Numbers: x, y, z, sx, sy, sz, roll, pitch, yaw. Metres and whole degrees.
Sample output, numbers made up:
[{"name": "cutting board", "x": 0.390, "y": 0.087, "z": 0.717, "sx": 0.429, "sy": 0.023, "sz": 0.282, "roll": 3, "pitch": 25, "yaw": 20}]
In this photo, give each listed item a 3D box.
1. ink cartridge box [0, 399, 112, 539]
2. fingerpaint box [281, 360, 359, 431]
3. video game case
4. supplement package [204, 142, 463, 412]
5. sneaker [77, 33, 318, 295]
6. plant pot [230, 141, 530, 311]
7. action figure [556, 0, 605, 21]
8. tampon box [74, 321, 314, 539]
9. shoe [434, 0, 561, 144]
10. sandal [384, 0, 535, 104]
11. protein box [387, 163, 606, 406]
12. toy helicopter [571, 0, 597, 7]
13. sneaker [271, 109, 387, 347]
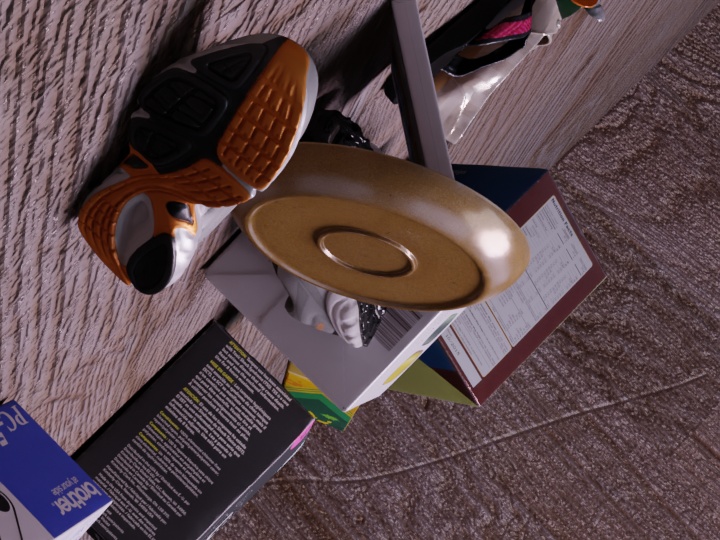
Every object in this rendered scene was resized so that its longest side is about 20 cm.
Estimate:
[{"name": "ink cartridge box", "x": -0.228, "y": 0.142, "z": 1.233, "sx": 0.044, "sy": 0.094, "sz": 0.200, "roll": -47, "pitch": 174, "yaw": 17}, {"name": "fingerpaint box", "x": -0.006, "y": 0.025, "z": 1.835, "sx": 0.167, "sy": 0.073, "sz": 0.200, "roll": 115, "pitch": -4, "yaw": -76}, {"name": "video game case", "x": 0.042, "y": -0.090, "z": 1.391, "sx": 0.017, "sy": 0.143, "sz": 0.200, "roll": -12, "pitch": 174, "yaw": -1}, {"name": "supplement package", "x": 0.000, "y": 0.000, "z": 1.615, "sx": 0.152, "sy": 0.151, "sz": 0.200, "roll": -46, "pitch": 175, "yaw": 5}, {"name": "sneaker", "x": -0.071, "y": -0.070, "z": 1.032, "sx": 0.092, "sy": 0.076, "sz": 0.200, "roll": -51, "pitch": -173, "yaw": -38}, {"name": "plant pot", "x": 0.006, "y": -0.020, "z": 1.307, "sx": 0.200, "sy": 0.200, "sz": 0.028, "roll": 122, "pitch": -15, "yaw": -67}, {"name": "action figure", "x": 0.229, "y": -0.273, "z": 1.553, "sx": 0.200, "sy": 0.055, "sz": 0.118, "roll": -48, "pitch": -166, "yaw": 37}, {"name": "tampon box", "x": -0.154, "y": 0.168, "z": 1.829, "sx": 0.200, "sy": 0.126, "sz": 0.150, "roll": -45, "pitch": 175, "yaw": -12}, {"name": "shoe", "x": 0.121, "y": -0.183, "z": 1.702, "sx": 0.200, "sy": 0.053, "sz": 0.070, "roll": -44, "pitch": 175, "yaw": -13}, {"name": "sandal", "x": 0.094, "y": -0.174, "z": 1.594, "sx": 0.200, "sy": 0.045, "sz": 0.075, "roll": -42, "pitch": 174, "yaw": -36}, {"name": "protein box", "x": 0.089, "y": 0.008, "z": 2.046, "sx": 0.200, "sy": 0.135, "sz": 0.198, "roll": -43, "pitch": -153, "yaw": -25}, {"name": "toy helicopter", "x": 0.188, "y": -0.269, "z": 1.487, "sx": 0.132, "sy": 0.079, "sz": 0.200, "roll": -56, "pitch": -177, "yaw": 30}, {"name": "sneaker", "x": -0.029, "y": -0.026, "z": 1.438, "sx": 0.200, "sy": 0.079, "sz": 0.074, "roll": 85, "pitch": 24, "yaw": -44}]
